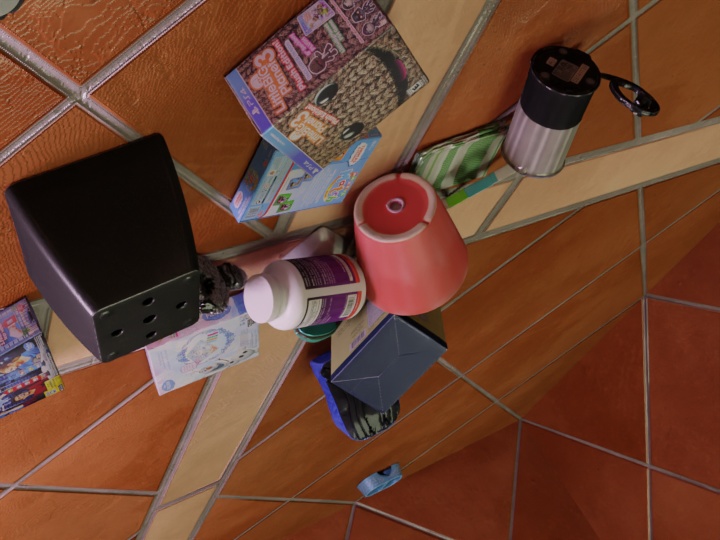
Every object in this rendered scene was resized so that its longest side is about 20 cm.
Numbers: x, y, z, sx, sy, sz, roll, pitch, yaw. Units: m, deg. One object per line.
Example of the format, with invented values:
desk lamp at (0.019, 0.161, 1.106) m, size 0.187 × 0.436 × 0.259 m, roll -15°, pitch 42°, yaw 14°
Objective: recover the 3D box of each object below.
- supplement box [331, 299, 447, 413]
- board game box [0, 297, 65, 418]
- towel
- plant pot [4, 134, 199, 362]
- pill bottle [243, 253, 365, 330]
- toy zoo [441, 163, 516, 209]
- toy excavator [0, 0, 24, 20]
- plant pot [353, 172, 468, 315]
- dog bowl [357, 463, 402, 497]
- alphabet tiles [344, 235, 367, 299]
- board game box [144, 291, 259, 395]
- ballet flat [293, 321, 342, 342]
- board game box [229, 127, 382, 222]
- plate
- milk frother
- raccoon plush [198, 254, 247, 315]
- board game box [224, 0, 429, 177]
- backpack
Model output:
supplement box at (0.050, 0.124, 1.785) m, size 0.133 × 0.201 × 0.200 m, roll 33°, pitch 116°, yaw -20°
board game box at (-0.529, 0.146, 1.267) m, size 0.198 × 0.062 × 0.201 m, roll -24°, pitch 156°, yaw -20°
towel at (0.163, -0.185, 1.602) m, size 0.198 × 0.024 × 0.153 m, roll -23°, pitch 156°, yaw -26°
plant pot at (-0.295, -0.011, 1.118) m, size 0.198 × 0.179 × 0.201 m, roll -23°, pitch 155°, yaw -22°
pill bottle at (-0.092, 0.035, 1.502) m, size 0.198 × 0.113 × 0.113 m, roll -7°, pitch 146°, yaw -44°
toy zoo at (0.241, -0.167, 1.651) m, size 0.198 × 0.021 × 0.131 m, roll -29°, pitch -179°, yaw 12°
toy excavator at (-0.253, -0.320, 0.678) m, size 0.199 × 0.100 × 0.195 m, roll -41°, pitch 163°, yaw -18°
plant pot at (0.075, -0.055, 1.538) m, size 0.199 × 0.201 × 0.178 m, roll -30°, pitch 143°, yaw -7°
dog bowl at (0.078, 0.799, 3.463) m, size 0.198 × 0.050 × 0.112 m, roll -15°, pitch 151°, yaw -38°
alphabet tiles at (0.000, 0.000, 1.682) m, size 0.202 × 0.007 × 0.167 m, roll -60°, pitch 154°, yaw 6°
board game box at (-0.274, 0.129, 1.593) m, size 0.196 × 0.044 × 0.201 m, roll -22°, pitch 155°, yaw -18°
ballet flat at (-0.070, 0.096, 1.747) m, size 0.200 × 0.067 × 0.071 m, roll -37°, pitch 171°, yaw -49°
board game box at (-0.079, -0.145, 1.330) m, size 0.198 × 0.037 × 0.152 m, roll -14°, pitch 151°, yaw -40°
plate at (-0.095, 0.014, 1.639) m, size 0.199 × 0.033 × 0.200 m, roll -38°, pitch 157°, yaw 11°
milk frother at (0.360, -0.245, 1.502) m, size 0.179 × 0.200 × 0.189 m, roll -32°, pitch 154°, yaw -29°
raccoon plush at (-0.265, 0.055, 1.420) m, size 0.133 × 0.098 × 0.199 m, roll -32°, pitch 160°, yaw 18°
board game box at (-0.037, -0.235, 1.123) m, size 0.199 × 0.098 × 0.159 m, roll -38°, pitch 158°, yaw 9°
backpack at (-0.005, 0.259, 2.018) m, size 0.161 × 0.203 × 0.168 m, roll -25°, pitch -172°, yaw -13°
